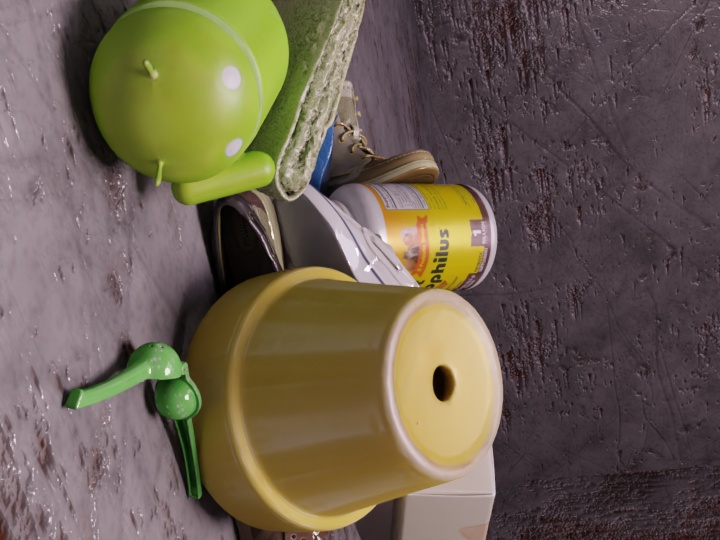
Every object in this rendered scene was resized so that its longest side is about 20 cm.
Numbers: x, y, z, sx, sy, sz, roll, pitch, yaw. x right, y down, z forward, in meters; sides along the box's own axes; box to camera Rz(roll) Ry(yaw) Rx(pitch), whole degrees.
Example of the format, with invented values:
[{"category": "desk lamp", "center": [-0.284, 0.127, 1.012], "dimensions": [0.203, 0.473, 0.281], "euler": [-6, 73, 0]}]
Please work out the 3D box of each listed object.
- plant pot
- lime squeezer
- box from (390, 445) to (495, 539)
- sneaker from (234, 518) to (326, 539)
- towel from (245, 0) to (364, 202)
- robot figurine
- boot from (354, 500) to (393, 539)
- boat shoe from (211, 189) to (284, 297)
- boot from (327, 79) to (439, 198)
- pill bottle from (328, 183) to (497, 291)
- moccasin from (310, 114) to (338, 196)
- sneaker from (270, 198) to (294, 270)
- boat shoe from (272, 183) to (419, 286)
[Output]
[{"category": "plant pot", "center": [-0.003, 0.092, 0.746], "dimensions": [0.198, 0.187, 0.206], "euler": [12, 73, -44]}, {"category": "lime squeezer", "center": [-0.131, 0.092, 0.667], "dimensions": [0.201, 0.037, 0.072], "euler": [66, 20, -60]}, {"category": "box", "center": [0.069, 0.220, 0.895], "dimensions": [0.096, 0.076, 0.202], "euler": [-88, -179, -45]}, {"category": "sneaker", "center": [-0.066, 0.203, 0.842], "dimensions": [0.070, 0.074, 0.205], "euler": [-55, 138, -74]}, {"category": "towel", "center": [-0.066, -0.159, 0.790], "dimensions": [0.036, 0.147, 0.204], "euler": [20, 86, -42]}, {"category": "robot figurine", "center": [-0.114, -0.135, 0.680], "dimensions": [0.201, 0.113, 0.179], "euler": [-76, 166, -60]}, {"category": "boot", "center": [0.027, 0.192, 1.033], "dimensions": [0.090, 0.071, 0.205], "euler": [-42, 125, -71]}, {"category": "boat shoe", "center": [-0.090, 0.028, 0.857], "dimensions": [0.065, 0.072, 0.204], "euler": [-46, 119, -70]}, {"category": "boot", "center": [-0.006, -0.139, 1.089], "dimensions": [0.071, 0.198, 0.158], "euler": [12, 66, -46]}, {"category": "pill bottle", "center": [0.033, -0.031, 0.992], "dimensions": [0.108, 0.197, 0.112], "euler": [8, -81, 57]}, {"category": "moccasin", "center": [-0.070, -0.099, 1.039], "dimensions": [0.068, 0.079, 0.205], "euler": [-115, -146, -81]}, {"category": "sneaker", "center": [-0.084, -0.060, 0.907], "dimensions": [0.071, 0.071, 0.205], "euler": [-54, 137, -79]}, {"category": "boat shoe", "center": [0.000, 0.000, 0.877], "dimensions": [0.202, 0.073, 0.065], "euler": [55, 46, -4]}]
